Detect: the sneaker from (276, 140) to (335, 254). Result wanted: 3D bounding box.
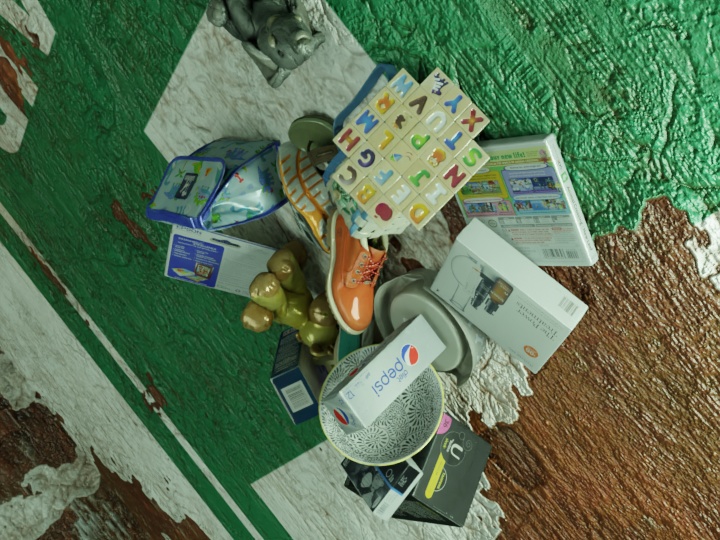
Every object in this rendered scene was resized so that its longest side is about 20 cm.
[{"bbox_3d":[-0.087,-0.112,1.709,0.077,0.078,0.203,7,126,58],"label":"sneaker"}]

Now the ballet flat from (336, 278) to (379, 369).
[{"bbox_3d":[0.001,0.068,1.750,0.069,0.069,0.204,9,92,46],"label":"ballet flat"}]

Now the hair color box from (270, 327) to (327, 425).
[{"bbox_3d":[-0.106,0.181,1.909,0.060,0.201,0.101,-23,107,10],"label":"hair color box"}]

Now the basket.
[{"bbox_3d":[0.024,-0.162,1.482,0.176,0.137,0.204,-45,51,55],"label":"basket"}]

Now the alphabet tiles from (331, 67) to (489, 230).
[{"bbox_3d":[0.065,-0.158,1.388,0.167,0.200,0.006,46,-177,6],"label":"alphabet tiles"}]

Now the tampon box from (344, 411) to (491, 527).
[{"bbox_3d":[0.096,0.333,1.806,0.126,0.152,0.199,36,155,-27],"label":"tampon box"}]

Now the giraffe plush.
[{"bbox_3d":[-0.099,0.072,1.836,0.160,0.173,0.201,30,147,12],"label":"giraffe plush"}]

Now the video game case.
[{"bbox_3d":[0.207,-0.089,1.418,0.198,0.022,0.184,2,123,51],"label":"video game case"}]

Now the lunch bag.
[{"bbox_3d":[-0.238,-0.133,1.756,0.168,0.199,0.129,9,130,46],"label":"lunch bag"}]

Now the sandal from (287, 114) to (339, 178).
[{"bbox_3d":[-0.036,-0.165,1.608,0.200,0.057,0.080,38,145,20],"label":"sandal"}]

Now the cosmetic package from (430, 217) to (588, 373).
[{"bbox_3d":[0.203,0.038,1.490,0.199,0.052,0.151,39,153,10],"label":"cosmetic package"}]

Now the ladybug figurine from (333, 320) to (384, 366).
[{"bbox_3d":[0.032,0.172,1.799,0.202,0.135,0.072,59,-168,17],"label":"ladybug figurine"}]

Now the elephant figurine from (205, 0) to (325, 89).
[{"bbox_3d":[-0.115,-0.325,1.475,0.201,0.154,0.142,50,126,18],"label":"elephant figurine"}]

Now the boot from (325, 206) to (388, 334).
[{"bbox_3d":[0.000,0.000,1.649,0.106,0.074,0.204,0,96,53],"label":"boot"}]

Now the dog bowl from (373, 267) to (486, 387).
[{"bbox_3d":[0.112,0.086,1.665,0.198,0.058,0.203,31,141,29],"label":"dog bowl"}]

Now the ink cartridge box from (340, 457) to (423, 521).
[{"bbox_3d":[0.025,0.318,1.756,0.039,0.100,0.200,35,-177,-27],"label":"ink cartridge box"}]

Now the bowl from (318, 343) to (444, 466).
[{"bbox_3d":[0.037,0.228,1.685,0.199,0.201,0.095,34,160,25],"label":"bowl"}]

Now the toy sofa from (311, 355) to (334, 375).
[{"bbox_3d":[-0.011,0.220,1.921,0.097,0.083,0.202,-5,117,51],"label":"toy sofa"}]

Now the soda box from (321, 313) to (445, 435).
[{"bbox_3d":[0.036,0.154,1.586,0.069,0.200,0.063,51,146,-5],"label":"soda box"}]

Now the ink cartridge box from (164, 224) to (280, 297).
[{"bbox_3d":[-0.246,-0.028,1.907,0.194,0.048,0.201,15,147,-7],"label":"ink cartridge box"}]
